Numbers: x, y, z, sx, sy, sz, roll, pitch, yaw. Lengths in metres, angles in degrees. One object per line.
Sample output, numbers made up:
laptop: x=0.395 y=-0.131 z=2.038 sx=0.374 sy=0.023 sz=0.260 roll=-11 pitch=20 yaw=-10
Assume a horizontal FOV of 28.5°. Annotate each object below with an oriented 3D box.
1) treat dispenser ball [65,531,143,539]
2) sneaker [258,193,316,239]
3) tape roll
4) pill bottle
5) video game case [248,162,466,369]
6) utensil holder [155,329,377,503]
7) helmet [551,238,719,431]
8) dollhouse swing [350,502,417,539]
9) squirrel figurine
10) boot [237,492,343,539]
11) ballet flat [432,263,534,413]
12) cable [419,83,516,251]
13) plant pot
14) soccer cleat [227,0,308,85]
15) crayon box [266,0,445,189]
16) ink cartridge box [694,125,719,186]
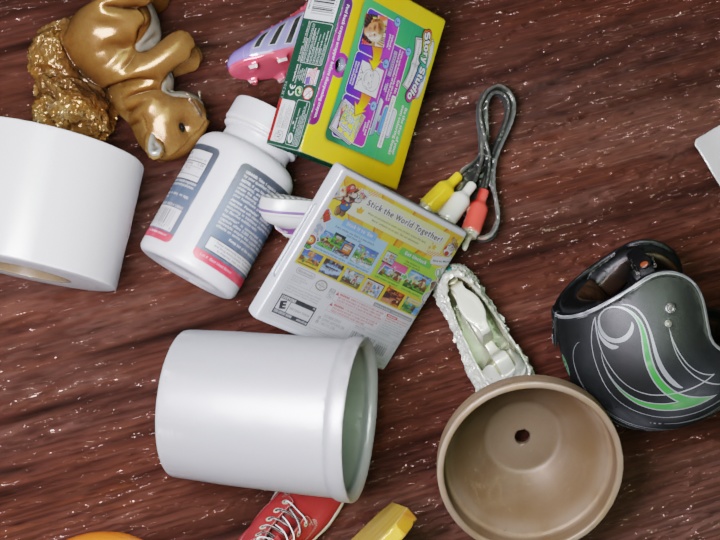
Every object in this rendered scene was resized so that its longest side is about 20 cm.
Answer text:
treat dispenser ball: x=-0.264 y=0.368 z=1.439 sx=0.199 sy=0.201 sz=0.203 roll=1 pitch=83 yaw=-5
sneaker: x=-0.038 y=-0.015 z=1.531 sx=0.200 sy=0.072 sz=0.115 roll=17 pitch=87 yaw=-44
tape roll: x=-0.341 y=-0.067 z=1.487 sx=0.201 sy=0.203 sz=0.140 roll=13 pitch=81 yaw=-4
pill bottle: x=-0.143 y=-0.083 z=1.549 sx=0.119 sy=0.120 sz=0.201 roll=29 pitch=81 yaw=-1
video game case: x=0.000 y=0.000 z=1.519 sx=0.199 sy=0.023 sz=0.183 roll=25 pitch=100 yaw=-40
utensil holder: x=-0.095 y=0.147 z=1.482 sx=0.198 sy=0.170 sz=0.171 roll=4 pitch=82 yaw=14
helmet: x=0.322 y=0.080 z=1.539 sx=0.199 sy=0.200 sz=0.191 roll=-36 pitch=103 yaw=-9
dollhouse swing: x=0.011 y=0.365 z=1.467 sx=0.175 sy=0.200 sz=0.183 roll=-28 pitch=86 yaw=-9
squirrel figurine: x=-0.264 y=-0.199 z=1.556 sx=0.199 sy=0.142 sz=0.188 roll=-22 pitch=97 yaw=-7
boot: x=-0.078 y=0.272 z=1.498 sx=0.072 sy=0.144 sz=0.200 roll=42 pitch=80 yaw=3
ballet flat: x=0.140 y=0.082 z=1.583 sx=0.071 sy=0.072 sz=0.201 roll=-31 pitch=87 yaw=-8
cable: x=0.142 y=-0.115 z=1.614 sx=0.097 sy=0.050 sz=0.201 roll=29 pitch=82 yaw=-2
plant pot: x=0.180 y=0.198 z=1.541 sx=0.199 sy=0.093 sz=0.203 roll=0 pitch=108 yaw=-1
soccer cleat: x=-0.063 y=-0.272 z=1.611 sx=0.199 sy=0.067 sz=0.077 roll=-20 pitch=75 yaw=-9
crayon box: x=-0.002 y=-0.208 z=1.545 sx=0.058 sy=0.172 sz=0.202 roll=16 pitch=90 yaw=39
ink cartridge box: x=0.505 y=-0.160 z=1.645 sx=0.199 sy=0.068 sz=0.116 roll=-31 pitch=87 yaw=-8
